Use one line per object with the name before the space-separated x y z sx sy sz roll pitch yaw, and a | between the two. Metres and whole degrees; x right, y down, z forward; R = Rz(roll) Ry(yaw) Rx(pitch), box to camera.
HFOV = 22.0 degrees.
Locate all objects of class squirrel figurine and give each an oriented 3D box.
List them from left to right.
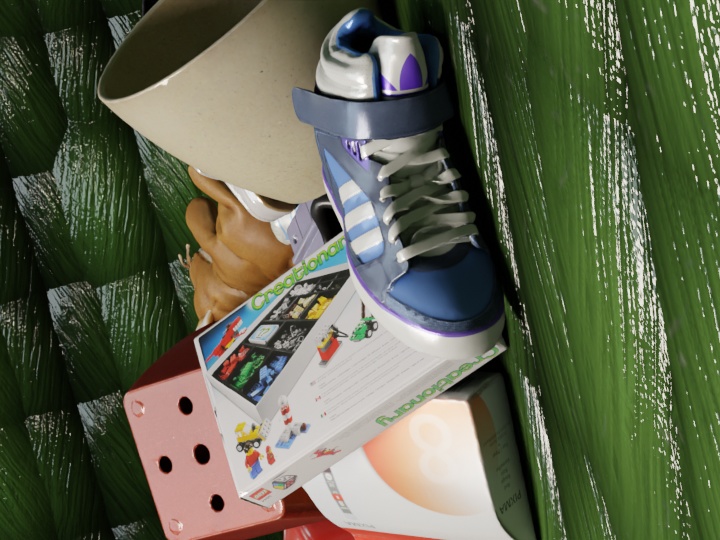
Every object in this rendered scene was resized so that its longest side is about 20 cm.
squirrel figurine | -0.087 0.004 1.730 0.200 0.141 0.187 45 129 17

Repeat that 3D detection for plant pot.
plant pot | -0.085 0.135 1.586 0.176 0.199 0.202 -16 -92 -56

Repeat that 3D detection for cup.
cup | -0.056 -0.131 1.243 0.143 0.200 0.200 49 -176 -23

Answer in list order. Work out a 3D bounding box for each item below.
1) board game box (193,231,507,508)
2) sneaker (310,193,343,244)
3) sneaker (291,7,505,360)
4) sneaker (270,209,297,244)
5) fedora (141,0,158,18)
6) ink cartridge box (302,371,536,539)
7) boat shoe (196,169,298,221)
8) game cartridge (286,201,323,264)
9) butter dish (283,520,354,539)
board game box | -0.012 0.047 1.182 0.035 0.199 0.127 29 -146 -49
sneaker | 0.009 0.032 1.262 0.078 0.090 0.202 -27 75 41
sneaker | 0.026 -0.062 1.076 0.147 0.080 0.201 90 159 -46
sneaker | -0.045 -0.120 1.620 0.072 0.072 0.202 46 -142 -68
fedora | -0.075 -0.197 1.439 0.091 0.200 0.202 -4 104 47
ink cartridge box | 0.036 0.162 1.223 0.161 0.050 0.202 1 109 38
boat shoe | -0.111 -0.105 1.529 0.069 0.070 0.201 -50 50 28
game cartridge | 0.000 0.000 1.396 0.130 0.038 0.201 115 145 -43
butter dish | -0.023 0.283 1.739 0.200 0.147 0.201 -122 16 -65
